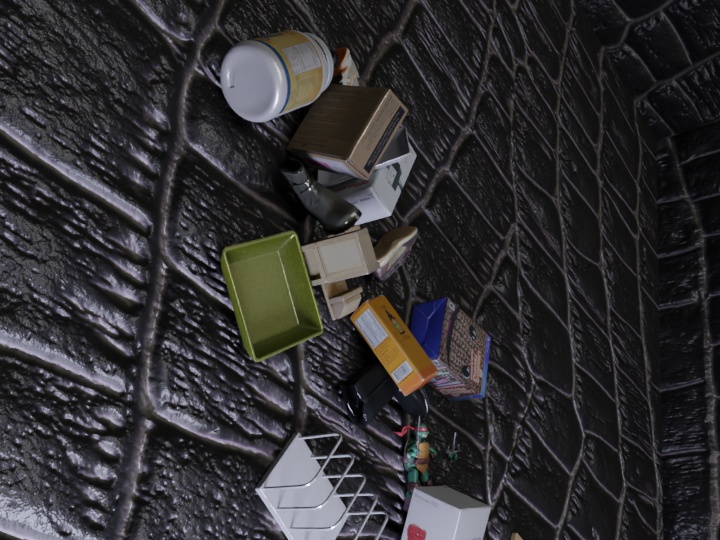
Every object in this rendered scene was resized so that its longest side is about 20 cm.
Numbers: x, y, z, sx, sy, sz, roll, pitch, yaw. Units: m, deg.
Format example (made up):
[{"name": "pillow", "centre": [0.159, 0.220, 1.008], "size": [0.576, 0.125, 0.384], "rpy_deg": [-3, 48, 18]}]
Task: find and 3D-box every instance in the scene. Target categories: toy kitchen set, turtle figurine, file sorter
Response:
[{"name": "toy kitchen set", "centre": [0.000, 0.000, 1.534], "size": [0.199, 0.179, 0.165], "rpy_deg": [-25, 99, -52]}, {"name": "turtle figurine", "centre": [0.133, 0.396, 1.649], "size": [0.149, 0.100, 0.202], "rpy_deg": [3, 91, -38]}, {"name": "file sorter", "centre": [-0.058, 0.401, 1.369], "size": [0.201, 0.124, 0.139], "rpy_deg": [62, 39, -19]}]

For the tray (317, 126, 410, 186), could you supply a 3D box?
[{"name": "tray", "centre": [0.007, -0.223, 1.590], "size": [0.108, 0.198, 0.022], "rpy_deg": [-94, 161, -49]}]

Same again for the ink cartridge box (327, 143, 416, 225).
[{"name": "ink cartridge box", "centre": [0.016, -0.191, 1.651], "size": [0.083, 0.146, 0.201], "rpy_deg": [53, 43, -30]}]

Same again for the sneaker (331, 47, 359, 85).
[{"name": "sneaker", "centre": [-0.039, -0.387, 1.707], "size": [0.092, 0.075, 0.202], "rpy_deg": [45, 47, -41]}]

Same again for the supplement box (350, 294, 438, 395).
[{"name": "supplement box", "centre": [0.068, 0.151, 1.609], "size": [0.066, 0.069, 0.201], "rpy_deg": [-16, 68, -53]}]

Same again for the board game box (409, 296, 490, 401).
[{"name": "board game box", "centre": [0.204, 0.184, 1.815], "size": [0.200, 0.096, 0.161], "rpy_deg": [40, 49, -38]}]

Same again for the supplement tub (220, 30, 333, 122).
[{"name": "supplement tub", "centre": [-0.153, -0.371, 1.485], "size": [0.200, 0.144, 0.146], "rpy_deg": [-38, 109, -52]}]

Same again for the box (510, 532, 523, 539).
[{"name": "box", "centre": [0.393, 0.777, 1.931], "size": [0.164, 0.021, 0.201], "rpy_deg": [54, 42, -27]}]

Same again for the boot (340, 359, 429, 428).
[{"name": "boot", "centre": [0.052, 0.264, 1.605], "size": [0.166, 0.065, 0.200], "rpy_deg": [60, 31, -1]}]

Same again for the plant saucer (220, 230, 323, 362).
[{"name": "plant saucer", "centre": [-0.166, 0.044, 1.409], "size": [0.199, 0.048, 0.202], "rpy_deg": [-19, 95, -54]}]

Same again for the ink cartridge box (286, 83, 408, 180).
[{"name": "ink cartridge box", "centre": [-0.028, -0.273, 1.534], "size": [0.075, 0.199, 0.166], "rpy_deg": [38, 77, -42]}]

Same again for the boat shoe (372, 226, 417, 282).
[{"name": "boat shoe", "centre": [0.073, -0.038, 1.744], "size": [0.200, 0.071, 0.065], "rpy_deg": [-46, 128, -53]}]

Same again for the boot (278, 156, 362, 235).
[{"name": "boot", "centre": [-0.086, -0.145, 1.486], "size": [0.068, 0.200, 0.131], "rpy_deg": [-45, 122, -10]}]

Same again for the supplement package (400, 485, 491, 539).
[{"name": "supplement package", "centre": [0.157, 0.544, 1.558], "size": [0.119, 0.120, 0.202], "rpy_deg": [16, 88, -49]}]
